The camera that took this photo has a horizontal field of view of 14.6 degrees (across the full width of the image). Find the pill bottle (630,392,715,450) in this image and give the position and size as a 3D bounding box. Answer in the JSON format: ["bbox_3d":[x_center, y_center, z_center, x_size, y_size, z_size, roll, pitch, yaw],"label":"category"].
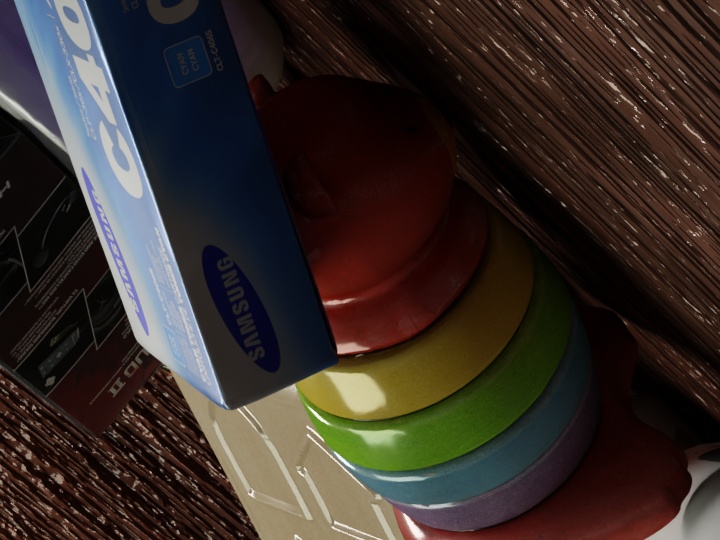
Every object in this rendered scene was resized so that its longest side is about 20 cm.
[{"bbox_3d":[0.162,0.155,1.202,0.200,0.111,0.111,40,175,-7],"label":"pill bottle"}]

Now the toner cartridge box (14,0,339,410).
[{"bbox_3d":[-0.070,-0.062,0.893,0.095,0.043,0.201,31,142,64],"label":"toner cartridge box"}]

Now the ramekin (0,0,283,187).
[{"bbox_3d":[-0.118,-0.103,1.083,0.202,0.094,0.202,40,175,4],"label":"ramekin"}]

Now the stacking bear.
[{"bbox_3d":[0.021,0.011,1.001,0.200,0.113,0.122,56,-170,-38],"label":"stacking bear"}]

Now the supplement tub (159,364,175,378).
[{"bbox_3d":[-0.089,-0.012,1.454,0.122,0.123,0.200,37,178,25],"label":"supplement tub"}]

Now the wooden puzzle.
[{"bbox_3d":[-0.001,0.107,1.211,0.185,0.046,0.201,11,127,62],"label":"wooden puzzle"}]

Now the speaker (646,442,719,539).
[{"bbox_3d":[0.152,0.105,1.015,0.081,0.081,0.200,40,175,-2],"label":"speaker"}]

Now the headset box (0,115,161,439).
[{"bbox_3d":[-0.164,-0.023,1.147,0.149,0.077,0.200,37,173,29],"label":"headset box"}]
